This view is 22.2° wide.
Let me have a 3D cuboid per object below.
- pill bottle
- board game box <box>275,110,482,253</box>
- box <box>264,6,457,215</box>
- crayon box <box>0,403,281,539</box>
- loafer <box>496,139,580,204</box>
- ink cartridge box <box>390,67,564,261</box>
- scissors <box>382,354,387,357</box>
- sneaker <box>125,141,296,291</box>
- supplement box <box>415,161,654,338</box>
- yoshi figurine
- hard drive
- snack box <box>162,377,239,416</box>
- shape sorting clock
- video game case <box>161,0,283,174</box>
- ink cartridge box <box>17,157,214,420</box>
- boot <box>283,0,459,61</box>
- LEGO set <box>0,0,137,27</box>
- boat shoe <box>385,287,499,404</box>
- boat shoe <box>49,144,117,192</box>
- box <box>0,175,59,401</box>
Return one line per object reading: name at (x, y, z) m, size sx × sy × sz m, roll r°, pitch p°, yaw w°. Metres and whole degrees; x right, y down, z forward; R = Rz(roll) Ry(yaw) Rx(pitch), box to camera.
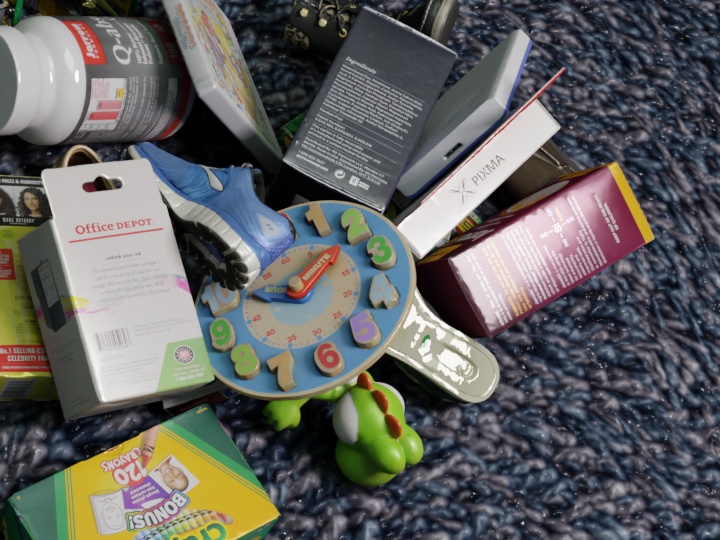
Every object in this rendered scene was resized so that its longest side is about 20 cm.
pill bottle at (-0.255, -0.171, 1.651) m, size 0.200 × 0.116 × 0.116 m, roll -8°, pitch 62°, yaw -48°
board game box at (0.020, -0.089, 1.814) m, size 0.200 × 0.023 × 0.105 m, roll 46°, pitch 55°, yaw 8°
box at (-0.007, -0.118, 1.715) m, size 0.104 × 0.148 × 0.200 m, roll 27°, pitch 60°, yaw -2°
crayon box at (-0.181, 0.205, 1.508) m, size 0.200 × 0.058 × 0.119 m, roll -25°, pitch 72°, yaw -35°
loafer at (0.183, -0.087, 1.840) m, size 0.200 × 0.073 × 0.071 m, roll 34°, pitch 20°, yaw -2°
ink cartridge box at (0.107, -0.088, 1.705) m, size 0.200 × 0.176 × 0.045 m, roll -43°, pitch 93°, yaw -20°
scissors at (0.000, 0.000, 1.755) m, size 0.073 × 0.014 × 0.200 m, roll -15°, pitch 66°, yaw -29°
sneaker at (-0.131, -0.056, 1.600) m, size 0.089 × 0.079 × 0.200 m, roll -30°, pitch 49°, yaw -30°
supplement box at (0.158, -0.017, 1.731) m, size 0.200 × 0.110 × 0.086 m, roll -30°, pitch 97°, yaw -20°
yoshi figurine at (-0.020, 0.115, 1.634) m, size 0.112 × 0.112 × 0.200 m, roll -41°, pitch 61°, yaw 4°
hard drive at (0.103, -0.154, 1.779) m, size 0.025 × 0.132 × 0.200 m, roll 44°, pitch 26°, yaw -10°
snack box at (-0.081, 0.062, 1.594) m, size 0.200 × 0.024 × 0.072 m, roll -20°, pitch 61°, yaw 9°
shape sorting clock at (-0.050, 0.021, 1.559) m, size 0.200 × 0.039 × 0.200 m, roll -13°, pitch 48°, yaw 15°
video game case at (-0.137, -0.203, 1.725) m, size 0.023 × 0.200 × 0.182 m, roll -26°, pitch 67°, yaw 8°
ink cartridge box at (-0.211, 0.014, 1.539) m, size 0.117 × 0.067 × 0.200 m, roll -9°, pitch 80°, yaw -39°
boot at (0.007, -0.238, 1.801) m, size 0.154 × 0.204 × 0.074 m, roll 25°, pitch 73°, yaw -3°
LEGO set at (-0.295, -0.281, 1.708) m, size 0.200 × 0.154 × 0.116 m, roll -26°, pitch 55°, yaw -35°
boat shoe at (0.035, 0.051, 1.680) m, size 0.200 × 0.068 × 0.072 m, roll 42°, pitch 74°, yaw -13°
boat shoe at (-0.232, -0.021, 1.624) m, size 0.074 × 0.069 × 0.200 m, roll -12°, pitch 65°, yaw -30°
box at (-0.296, 0.014, 1.584) m, size 0.075 × 0.050 × 0.200 m, roll 3°, pitch 59°, yaw -25°
